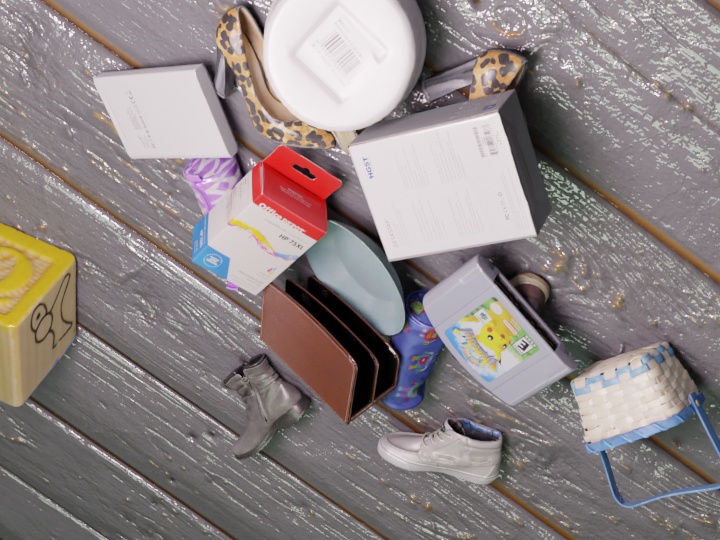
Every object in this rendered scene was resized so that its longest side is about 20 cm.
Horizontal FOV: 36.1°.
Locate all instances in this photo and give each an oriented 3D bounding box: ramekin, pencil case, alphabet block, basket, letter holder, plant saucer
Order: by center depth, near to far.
[{"bbox_3d":[-0.022,-0.259,1.289,0.197,0.098,0.204,1,108,4],"label":"ramekin"},{"bbox_3d":[0.386,0.207,1.474,0.175,0.138,0.203,-23,84,38],"label":"basket"},{"bbox_3d":[0.000,0.000,1.555,0.200,0.039,0.202,37,151,24],"label":"plant saucer"},{"bbox_3d":[-0.044,0.089,1.576,0.200,0.100,0.143,41,146,27],"label":"letter holder"},{"bbox_3d":[-0.193,-0.073,1.590,0.083,0.086,0.202,8,129,35],"label":"pencil case"},{"bbox_3d":[0.081,0.116,1.612,0.079,0.086,0.202,59,146,36],"label":"pencil case"},{"bbox_3d":[-0.600,0.068,1.836,0.194,0.196,0.202,21,132,7],"label":"alphabet block"}]

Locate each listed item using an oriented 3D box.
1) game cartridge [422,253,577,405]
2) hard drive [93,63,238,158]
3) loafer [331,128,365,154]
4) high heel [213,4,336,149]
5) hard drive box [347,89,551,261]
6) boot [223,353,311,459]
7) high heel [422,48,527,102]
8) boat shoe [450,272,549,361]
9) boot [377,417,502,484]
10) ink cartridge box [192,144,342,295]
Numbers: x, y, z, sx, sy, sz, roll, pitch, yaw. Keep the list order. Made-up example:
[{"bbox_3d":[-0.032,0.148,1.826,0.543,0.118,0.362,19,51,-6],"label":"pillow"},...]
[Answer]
[{"bbox_3d":[0.179,0.086,1.479,0.200,0.040,0.133,48,133,-4],"label":"game cartridge"},{"bbox_3d":[-0.271,-0.218,1.532,0.198,0.027,0.133,4,128,36],"label":"hard drive"},{"bbox_3d":[-0.042,-0.232,1.397,0.068,0.076,0.202,-15,109,36],"label":"loafer"},{"bbox_3d":[-0.106,-0.244,1.413,0.198,0.072,0.144,32,141,12],"label":"high heel"},{"bbox_3d":[0.105,-0.109,1.301,0.197,0.077,0.158,-9,113,29],"label":"hard drive box"},{"bbox_3d":[-0.182,0.223,1.848,0.132,0.070,0.200,44,122,-8],"label":"boot"},{"bbox_3d":[0.169,-0.162,1.330,0.141,0.071,0.202,-14,110,42],"label":"high heel"},{"bbox_3d":[0.184,0.078,1.535,0.072,0.065,0.200,41,133,-8],"label":"boat shoe"},{"bbox_3d":[0.126,0.264,1.723,0.196,0.074,0.097,10,125,8],"label":"boot"},{"bbox_3d":[-0.125,-0.066,1.492,0.115,0.068,0.199,29,127,-31],"label":"ink cartridge box"}]
